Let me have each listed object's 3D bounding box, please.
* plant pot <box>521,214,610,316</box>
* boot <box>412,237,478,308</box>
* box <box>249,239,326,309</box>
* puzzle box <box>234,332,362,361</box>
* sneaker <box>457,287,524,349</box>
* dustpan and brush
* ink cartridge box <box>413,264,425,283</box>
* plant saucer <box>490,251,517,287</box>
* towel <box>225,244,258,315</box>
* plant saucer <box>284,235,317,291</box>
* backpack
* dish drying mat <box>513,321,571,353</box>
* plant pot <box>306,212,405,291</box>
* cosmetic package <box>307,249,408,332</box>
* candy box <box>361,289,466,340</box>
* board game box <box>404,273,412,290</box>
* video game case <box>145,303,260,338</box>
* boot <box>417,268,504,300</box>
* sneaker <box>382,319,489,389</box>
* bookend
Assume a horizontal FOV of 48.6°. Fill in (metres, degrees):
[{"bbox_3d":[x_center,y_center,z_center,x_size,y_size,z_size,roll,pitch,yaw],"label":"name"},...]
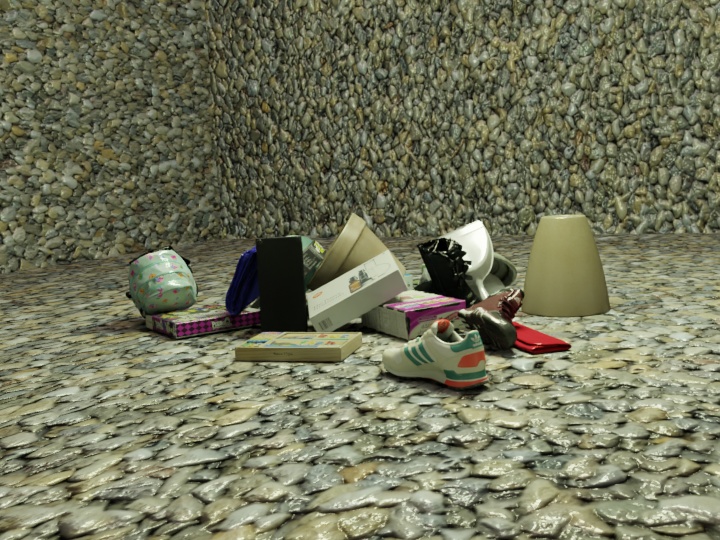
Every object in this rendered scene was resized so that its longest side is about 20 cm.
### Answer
[{"bbox_3d":[0.435,-0.016,1.706,0.186,0.201,0.187,-4,7,0],"label":"plant pot"},{"bbox_3d":[0.165,0.009,1.744,0.198,0.163,0.073,7,40,48],"label":"boot"},{"bbox_3d":[-0.163,0.019,1.830,0.200,0.044,0.160,-46,4,6],"label":"box"},{"bbox_3d":[-0.108,0.135,1.427,0.199,0.026,0.133,-1,6,16],"label":"puzzle box"},{"bbox_3d":[0.254,0.071,1.417,0.115,0.076,0.200,-34,13,-9],"label":"sneaker"},{"bbox_3d":[0.249,0.000,1.774,0.139,0.201,0.057,-24,-36,2],"label":"dustpan and brush"},{"bbox_3d":[0.237,0.008,2.176,0.103,0.060,0.200,-8,9,-37],"label":"ink cartridge box"},{"bbox_3d":[0.273,-0.008,1.910,0.199,0.050,0.200,3,-28,2],"label":"plant saucer"},{"bbox_3d":[-0.237,0.009,1.724,0.049,0.148,0.200,25,9,3],"label":"towel"},{"bbox_3d":[-0.178,0.008,1.944,0.199,0.201,0.036,-7,37,-30],"label":"plant saucer"},{"bbox_3d":[-0.441,0.031,1.788,0.166,0.127,0.200,-29,-18,-16],"label":"backpack"},{"bbox_3d":[0.292,0.117,1.423,0.076,0.018,0.200,-4,7,-15],"label":"dish drying mat"},{"bbox_3d":[0.000,0.000,1.803,0.173,0.200,0.200,33,5,-5],"label":"plant pot"},{"bbox_3d":[-0.010,0.043,1.612,0.199,0.052,0.151,-29,15,3],"label":"cosmetic package"},{"bbox_3d":[0.101,0.086,1.583,0.136,0.061,0.200,-8,9,-25],"label":"candy box"},{"bbox_3d":[0.010,0.043,1.985,0.199,0.065,0.147,-5,7,-24],"label":"board game box"},{"bbox_3d":[-0.339,0.106,1.725,0.199,0.036,0.181,-8,7,-33],"label":"video game case"},{"bbox_3d":[0.236,0.038,1.892,0.199,0.074,0.096,14,-20,-5],"label":"boot"},{"bbox_3d":[0.110,0.116,1.194,0.070,0.094,0.199,-8,9,-39],"label":"sneaker"},{"bbox_3d":[-0.160,0.023,1.654,0.092,0.201,0.199,-3,8,-3],"label":"bookend"}]
